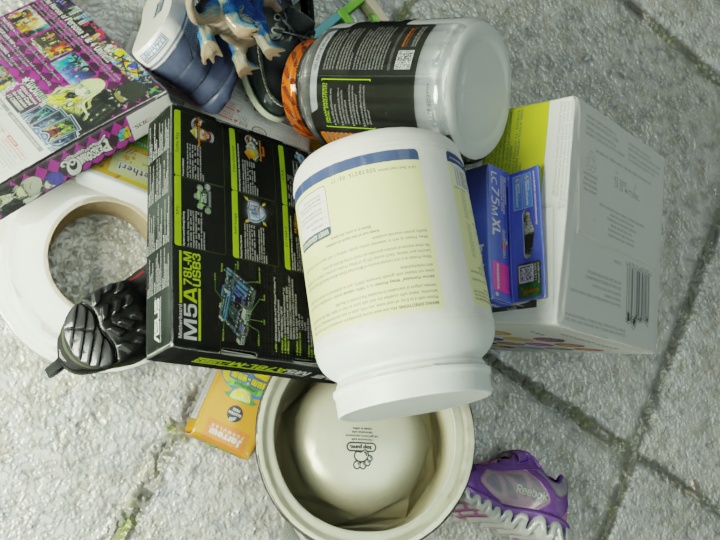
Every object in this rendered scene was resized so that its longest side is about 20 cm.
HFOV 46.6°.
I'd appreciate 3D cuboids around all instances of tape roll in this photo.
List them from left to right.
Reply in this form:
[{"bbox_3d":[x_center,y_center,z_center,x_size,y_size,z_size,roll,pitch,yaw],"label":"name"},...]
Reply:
[{"bbox_3d":[-0.237,-0.009,0.766,0.198,0.071,0.207,3,83,-21],"label":"tape roll"}]

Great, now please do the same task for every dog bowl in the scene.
[{"bbox_3d":[0.001,0.154,0.762,0.195,0.074,0.205,2,70,-7],"label":"dog bowl"}]

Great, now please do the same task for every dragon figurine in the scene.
[{"bbox_3d":[-0.120,-0.231,0.717,0.058,0.199,0.101,-28,80,20],"label":"dragon figurine"}]

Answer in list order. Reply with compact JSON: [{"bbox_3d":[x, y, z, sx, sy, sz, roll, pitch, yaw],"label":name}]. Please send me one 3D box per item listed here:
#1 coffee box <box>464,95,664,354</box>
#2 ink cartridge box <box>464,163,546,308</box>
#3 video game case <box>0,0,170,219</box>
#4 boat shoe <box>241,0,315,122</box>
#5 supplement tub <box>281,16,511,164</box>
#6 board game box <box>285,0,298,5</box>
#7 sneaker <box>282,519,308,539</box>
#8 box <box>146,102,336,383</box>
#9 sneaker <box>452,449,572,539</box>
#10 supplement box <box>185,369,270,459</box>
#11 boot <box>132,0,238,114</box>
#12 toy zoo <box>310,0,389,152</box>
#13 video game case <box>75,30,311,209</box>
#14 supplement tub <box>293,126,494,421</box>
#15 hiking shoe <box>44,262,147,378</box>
[{"bbox_3d":[0.167,-0.030,0.831,0.198,0.195,0.205,16,76,-45],"label":"coffee box"},{"bbox_3d":[0.072,-0.021,0.753,0.042,0.197,0.122,16,70,-46],"label":"ink cartridge box"},{"bbox_3d":[-0.288,-0.151,0.723,0.180,0.036,0.200,-36,59,-21],"label":"video game case"},{"bbox_3d":[-0.075,-0.247,0.835,0.074,0.066,0.203,26,54,-36],"label":"boat shoe"},{"bbox_3d":[0.028,-0.165,0.768,0.121,0.197,0.125,-17,112,-49],"label":"supplement tub"},{"bbox_3d":[-0.112,-0.355,0.770,0.199,0.200,0.062,40,70,2],"label":"board game box"},{"bbox_3d":[-0.016,0.196,0.836,0.080,0.070,0.204,35,64,-41],"label":"sneaker"},{"bbox_3d":[-0.086,-0.016,0.698,0.191,0.047,0.204,12,65,-39],"label":"box"},{"bbox_3d":[0.148,0.228,0.889,0.198,0.080,0.090,27,67,-21],"label":"sneaker"},{"bbox_3d":[-0.099,0.077,0.811,0.066,0.069,0.203,25,77,-13],"label":"supplement box"},{"bbox_3d":[-0.157,-0.230,0.801,0.090,0.072,0.202,39,33,-31],"label":"boot"},{"bbox_3d":[-0.024,-0.194,0.901,0.200,0.020,0.132,-44,100,-20],"label":"toy zoo"},{"bbox_3d":[-0.144,-0.119,0.784,0.197,0.023,0.185,21,52,-19],"label":"video game case"},{"bbox_3d":[0.027,0.007,0.662,0.142,0.145,0.204,-2,73,-22],"label":"supplement tub"},{"bbox_3d":[-0.172,0.027,0.704,0.198,0.100,0.077,-26,89,-42],"label":"hiking shoe"}]
